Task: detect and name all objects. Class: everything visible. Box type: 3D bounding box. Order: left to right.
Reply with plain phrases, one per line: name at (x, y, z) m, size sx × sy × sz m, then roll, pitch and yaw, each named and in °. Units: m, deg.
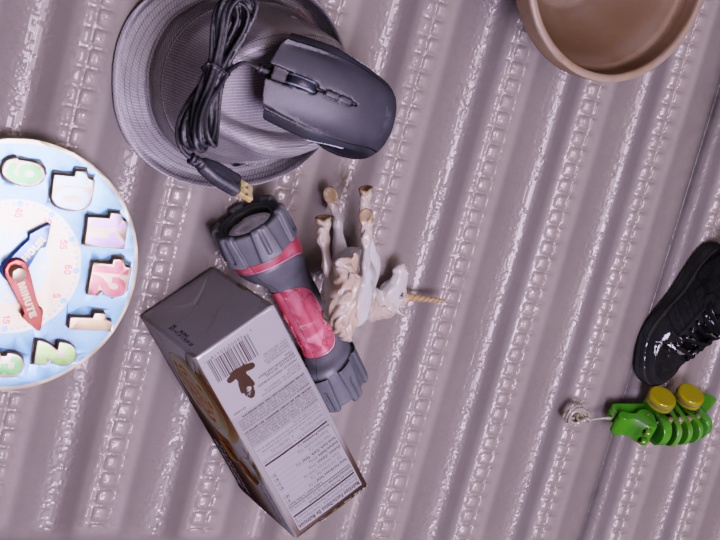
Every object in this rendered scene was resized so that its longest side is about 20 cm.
shape sorting clock at (-0.266, -0.003, 1.044) m, size 0.200 × 0.039 × 0.200 m, roll -10°, pitch 110°, yaw -28°
fedora at (-0.085, -0.143, 1.073) m, size 0.200 × 0.090 × 0.177 m, roll 0°, pitch 105°, yaw -30°
coffee box at (-0.088, 0.110, 1.141) m, size 0.080 × 0.114 × 0.200 m, roll -35°, pitch 121°, yaw -17°
flashlight at (-0.055, 0.034, 1.162) m, size 0.068 × 0.068 × 0.200 m, roll -33°, pitch 119°, yaw -13°
computer mouse at (-0.045, -0.109, 1.022) m, size 0.200 × 0.046 × 0.141 m, roll 27°, pitch 83°, yaw -43°
unicorn figurine at (0.000, 0.000, 1.162) m, size 0.200 × 0.074 × 0.138 m, roll -44°, pitch 132°, yaw -58°
plant pot at (0.203, -0.271, 1.200) m, size 0.201 × 0.093 × 0.201 m, roll -10°, pitch 111°, yaw -28°
toy alligator at (0.300, 0.159, 1.408) m, size 0.200 × 0.054 × 0.059 m, roll -3°, pitch 133°, yaw -30°
sneaker at (0.363, 0.041, 1.387) m, size 0.060 × 0.104 × 0.200 m, roll 31°, pitch 89°, yaw -34°
